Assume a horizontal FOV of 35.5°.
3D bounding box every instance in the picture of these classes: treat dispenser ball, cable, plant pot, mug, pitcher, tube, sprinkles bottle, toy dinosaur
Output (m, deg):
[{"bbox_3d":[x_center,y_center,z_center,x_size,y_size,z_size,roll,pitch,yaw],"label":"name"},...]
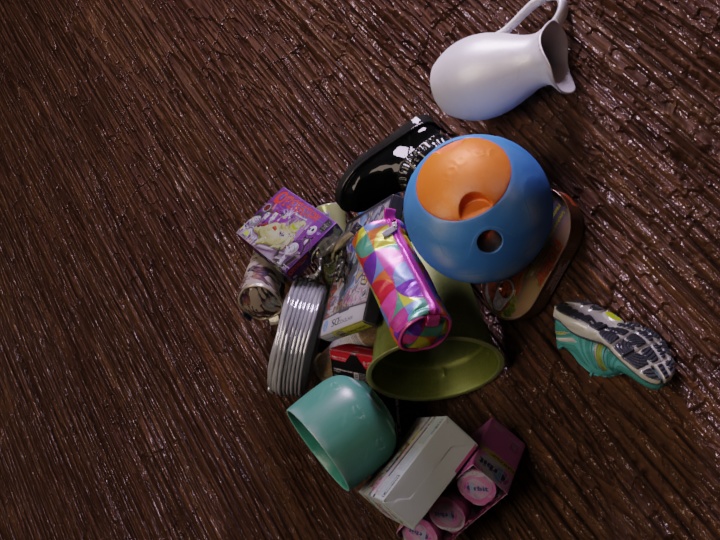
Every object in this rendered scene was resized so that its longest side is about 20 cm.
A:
[{"bbox_3d":[0.158,-0.082,1.513,0.201,0.201,0.201,-7,80,49],"label":"treat dispenser ball"},{"bbox_3d":[-0.104,0.113,1.877,0.200,0.069,0.200,93,-170,-82],"label":"cable"},{"bbox_3d":[0.100,0.063,1.653,0.200,0.200,0.190,-37,47,41],"label":"plant pot"},{"bbox_3d":[-0.025,0.228,1.671,0.152,0.114,0.185,58,166,-20],"label":"mug"},{"bbox_3d":[0.206,-0.307,1.616,0.200,0.121,0.172,-11,58,38],"label":"pitcher"},{"bbox_3d":[-0.040,-0.013,1.915,0.052,0.058,0.200,-9,79,9],"label":"tube"},{"bbox_3d":[0.003,0.114,1.830,0.200,0.068,0.068,-44,55,38],"label":"sprinkles bottle"},{"bbox_3d":[-0.040,-0.023,1.733,0.200,0.047,0.088,-22,44,62],"label":"toy dinosaur"}]

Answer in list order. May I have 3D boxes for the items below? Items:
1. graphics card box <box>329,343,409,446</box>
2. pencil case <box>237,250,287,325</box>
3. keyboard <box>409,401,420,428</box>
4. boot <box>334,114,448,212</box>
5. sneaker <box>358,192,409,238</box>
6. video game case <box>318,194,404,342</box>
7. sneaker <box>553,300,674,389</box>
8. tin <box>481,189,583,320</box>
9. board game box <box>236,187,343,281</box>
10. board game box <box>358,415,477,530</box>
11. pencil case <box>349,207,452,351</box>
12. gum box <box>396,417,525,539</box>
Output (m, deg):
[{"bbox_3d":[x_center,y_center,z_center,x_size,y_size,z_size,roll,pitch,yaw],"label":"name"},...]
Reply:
[{"bbox_3d":[0.017,0.219,1.758,0.125,0.051,0.200,5,104,48],"label":"graphics card box"},{"bbox_3d":[-0.157,0.007,1.954,0.078,0.090,0.200,-10,32,14],"label":"pencil case"},{"bbox_3d":[0.052,0.229,1.798,0.200,0.021,0.127,40,122,43],"label":"keyboard"},{"bbox_3d":[0.071,-0.130,1.726,0.211,0.079,0.158,-41,52,10],"label":"boot"},{"bbox_3d":[0.019,-0.051,1.838,0.200,0.076,0.105,-45,42,28],"label":"sneaker"},{"bbox_3d":[0.000,0.000,1.701,0.181,0.025,0.200,-26,48,65],"label":"video game case"},{"bbox_3d":[0.328,0.105,1.464,0.200,0.077,0.080,35,132,51],"label":"sneaker"},{"bbox_3d":[0.242,-0.021,1.588,0.112,0.042,0.200,50,122,45],"label":"tin"},{"bbox_3d":[-0.123,-0.065,1.905,0.120,0.032,0.200,-42,36,-10],"label":"board game box"},{"bbox_3d":[0.079,0.284,1.604,0.148,0.064,0.200,-50,3,-11],"label":"board game box"},{"bbox_3d":[0.054,0.014,1.531,0.088,0.088,0.200,-51,48,33],"label":"pencil case"},{"bbox_3d":[0.138,0.314,1.604,0.066,0.114,0.200,39,125,-2],"label":"gum box"}]
